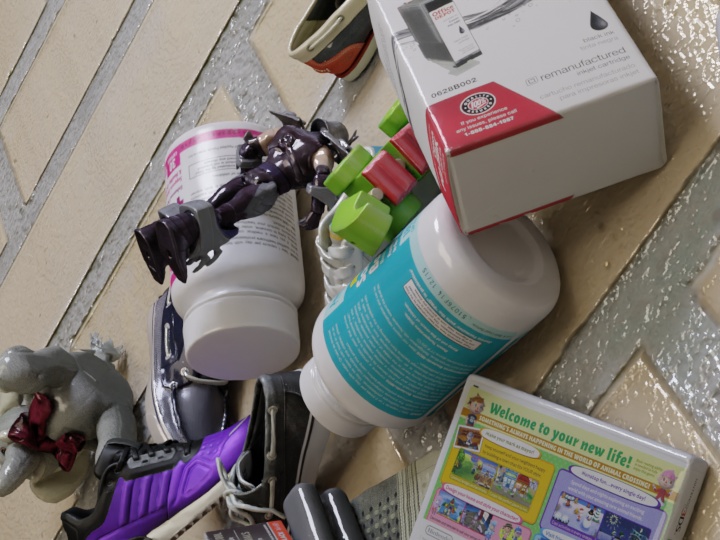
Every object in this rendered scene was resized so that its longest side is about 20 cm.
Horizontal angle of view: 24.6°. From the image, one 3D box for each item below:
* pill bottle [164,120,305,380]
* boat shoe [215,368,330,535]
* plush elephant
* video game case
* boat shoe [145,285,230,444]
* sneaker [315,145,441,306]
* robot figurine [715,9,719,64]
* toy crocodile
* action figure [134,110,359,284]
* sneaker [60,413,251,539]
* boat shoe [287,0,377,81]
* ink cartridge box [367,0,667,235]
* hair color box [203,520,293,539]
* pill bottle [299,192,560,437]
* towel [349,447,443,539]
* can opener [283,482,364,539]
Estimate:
[{"bbox_3d":[-0.106,-0.017,1.400,0.113,0.113,0.200,-39,47,41],"label":"pill bottle"},{"bbox_3d":[-0.074,0.165,1.286,0.074,0.068,0.199,58,140,46],"label":"boat shoe"},{"bbox_3d":[-0.301,0.152,1.580,0.155,0.165,0.200,-46,12,15],"label":"plush elephant"},{"bbox_3d":[0.111,0.177,1.053,0.200,0.022,0.182,18,88,49],"label":"video game case"},{"bbox_3d":[-0.141,0.077,1.446,0.093,0.075,0.200,-53,38,37],"label":"boat shoe"},{"bbox_3d":[0.000,0.000,1.269,0.076,0.081,0.200,24,98,55],"label":"sneaker"},{"bbox_3d":[0.277,-0.132,0.891,0.169,0.113,0.200,-15,61,26],"label":"robot figurine"},{"bbox_3d":[0.036,-0.084,1.197,0.200,0.068,0.062,-50,5,-38],"label":"toy crocodile"},{"bbox_3d":[-0.081,-0.063,1.307,0.200,0.069,0.130,-34,29,-22],"label":"action figure"},{"bbox_3d":[-0.167,0.169,1.362,0.200,0.100,0.070,-41,-1,4],"label":"sneaker"},{"bbox_3d":[0.005,-0.257,1.388,0.200,0.063,0.071,-62,33,14],"label":"boat shoe"},{"bbox_3d":[0.100,-0.138,1.116,0.147,0.083,0.200,-20,47,-2],"label":"ink cartridge box"},{"bbox_3d":[-0.068,0.295,1.181,0.111,0.064,0.200,-134,40,-63],"label":"hair color box"},{"bbox_3d":[0.040,0.038,1.166,0.200,0.111,0.111,-44,43,36],"label":"pill bottle"},{"bbox_3d":[0.026,0.245,1.180,0.193,0.035,0.200,-37,50,46],"label":"towel"},{"bbox_3d":[-0.016,0.243,1.164,0.067,0.053,0.200,-56,36,28],"label":"can opener"}]
